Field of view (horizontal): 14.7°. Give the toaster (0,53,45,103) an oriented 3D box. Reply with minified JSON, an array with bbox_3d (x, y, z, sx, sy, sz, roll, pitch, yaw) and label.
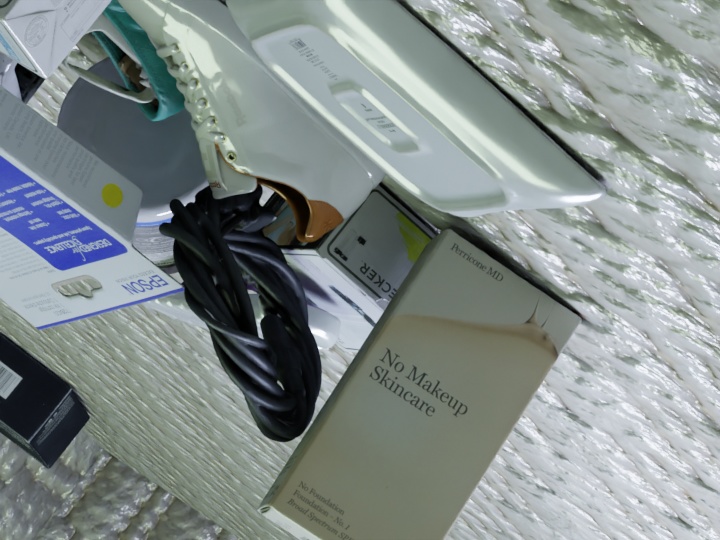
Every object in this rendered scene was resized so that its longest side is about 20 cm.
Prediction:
[{"bbox_3d":[-0.251,-0.178,1.771,0.129,0.114,0.200,34,168,3],"label":"toaster"}]

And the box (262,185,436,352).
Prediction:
[{"bbox_3d":[0.000,0.000,1.817,0.117,0.060,0.200,41,169,-14],"label":"box"}]

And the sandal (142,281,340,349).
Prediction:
[{"bbox_3d":[-0.077,0.018,1.869,0.082,0.050,0.202,28,168,-39],"label":"sandal"}]

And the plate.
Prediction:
[{"bbox_3d":[0.017,-0.090,1.470,0.200,0.032,0.200,41,169,-13],"label":"plate"}]

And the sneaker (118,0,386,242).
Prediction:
[{"bbox_3d":[-0.078,-0.095,1.623,0.200,0.085,0.073,42,171,-12],"label":"sneaker"}]

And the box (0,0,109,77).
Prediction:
[{"bbox_3d":[-0.213,-0.201,1.494,0.200,0.117,0.060,33,168,31],"label":"box"}]

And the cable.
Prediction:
[{"bbox_3d":[-0.070,0.028,1.678,0.200,0.051,0.164,-55,-51,-79],"label":"cable"}]

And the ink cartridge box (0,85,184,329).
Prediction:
[{"bbox_3d":[-0.220,-0.046,1.696,0.200,0.047,0.197,36,154,-24],"label":"ink cartridge box"}]

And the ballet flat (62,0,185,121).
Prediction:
[{"bbox_3d":[-0.164,-0.159,1.666,0.200,0.070,0.067,46,167,-33],"label":"ballet flat"}]

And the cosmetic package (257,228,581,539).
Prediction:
[{"bbox_3d":[0.035,0.087,1.676,0.103,0.200,0.073,33,170,-3],"label":"cosmetic package"}]

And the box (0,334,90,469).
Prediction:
[{"bbox_3d":[-0.514,0.176,4.079,0.200,0.104,0.182,36,168,12],"label":"box"}]

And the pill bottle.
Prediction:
[{"bbox_3d":[-0.139,-0.065,1.858,0.114,0.114,0.200,37,169,7],"label":"pill bottle"}]
